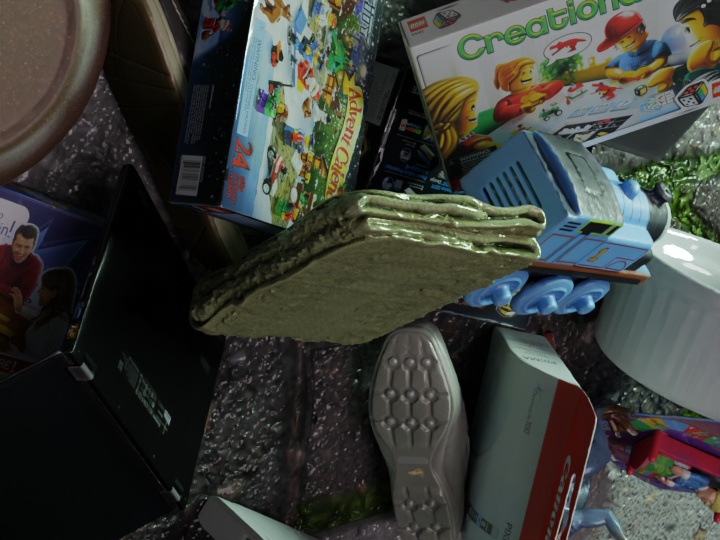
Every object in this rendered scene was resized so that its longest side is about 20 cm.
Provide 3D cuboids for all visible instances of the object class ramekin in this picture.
[{"bbox_3d":[0.286,0.046,1.038,0.200,0.200,0.098,8,112,-38],"label":"ramekin"}]

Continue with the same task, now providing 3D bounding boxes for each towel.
[{"bbox_3d":[0.000,0.000,0.766,0.148,0.200,0.037,7,65,-36],"label":"towel"}]

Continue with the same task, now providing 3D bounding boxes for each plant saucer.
[{"bbox_3d":[-0.213,-0.127,0.648,0.200,0.037,0.201,-12,113,-31],"label":"plant saucer"}]

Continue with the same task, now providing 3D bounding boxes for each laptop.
[{"bbox_3d":[-0.178,0.073,0.762,0.188,0.115,0.201,71,24,-52],"label":"laptop"}]

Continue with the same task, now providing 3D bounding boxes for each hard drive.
[{"bbox_3d":[-0.011,0.229,0.928,0.200,0.132,0.026,33,88,-40],"label":"hard drive"}]

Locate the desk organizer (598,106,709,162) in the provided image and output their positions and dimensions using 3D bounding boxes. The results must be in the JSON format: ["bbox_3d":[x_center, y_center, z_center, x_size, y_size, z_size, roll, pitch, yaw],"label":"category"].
[{"bbox_3d":[0.156,-0.146,0.919,0.199,0.077,0.072,10,131,-39],"label":"desk organizer"}]

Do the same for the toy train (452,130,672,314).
[{"bbox_3d":[0.135,-0.027,0.864,0.114,0.087,0.200,-37,153,32],"label":"toy train"}]

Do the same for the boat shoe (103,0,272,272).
[{"bbox_3d":[-0.098,-0.092,0.778,0.066,0.072,0.202,-38,128,-30],"label":"boat shoe"}]

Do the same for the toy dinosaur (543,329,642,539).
[{"bbox_3d":[0.149,0.186,1.028,0.200,0.105,0.181,47,55,5],"label":"toy dinosaur"}]

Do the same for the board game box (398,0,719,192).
[{"bbox_3d":[0.135,-0.134,0.818,0.199,0.035,0.127,-19,136,4],"label":"board game box"}]

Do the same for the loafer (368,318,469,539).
[{"bbox_3d":[0.047,0.118,0.974,0.070,0.070,0.201,-67,157,-56],"label":"loafer"}]

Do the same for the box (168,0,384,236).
[{"bbox_3d":[-0.042,-0.123,0.758,0.136,0.038,0.201,17,81,-59],"label":"box"}]

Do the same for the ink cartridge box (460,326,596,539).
[{"bbox_3d":[0.116,0.146,0.950,0.047,0.200,0.161,11,102,-4],"label":"ink cartridge box"}]

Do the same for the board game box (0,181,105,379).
[{"bbox_3d":[-0.227,0.011,0.740,0.200,0.034,0.136,23,94,-41],"label":"board game box"}]

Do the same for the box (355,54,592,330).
[{"bbox_3d":[0.067,-0.051,0.927,0.199,0.046,0.160,12,101,-39],"label":"box"}]

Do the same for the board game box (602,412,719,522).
[{"bbox_3d":[0.283,0.174,1.081,0.158,0.199,0.039,47,55,-43],"label":"board game box"}]
